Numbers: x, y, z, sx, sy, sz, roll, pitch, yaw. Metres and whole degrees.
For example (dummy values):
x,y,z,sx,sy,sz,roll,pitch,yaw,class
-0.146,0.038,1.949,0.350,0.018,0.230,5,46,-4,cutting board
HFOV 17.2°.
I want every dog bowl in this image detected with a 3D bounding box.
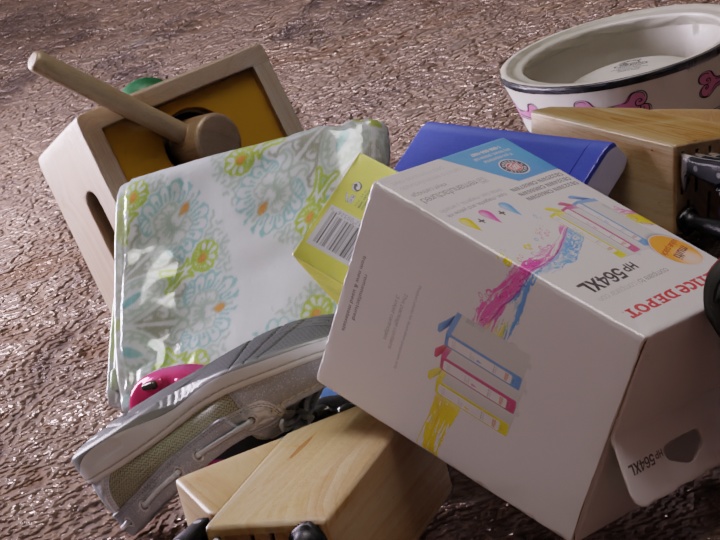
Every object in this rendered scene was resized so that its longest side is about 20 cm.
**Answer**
x,y,z,sx,sy,sz,roll,pitch,yaw,class
0.214,-0.145,1.881,0.199,0.074,0.200,-14,18,5,dog bowl

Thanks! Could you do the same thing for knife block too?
x,y,z,sx,sy,sz,roll,pitch,yaw,class
-0.018,0.143,1.219,0.199,0.064,0.175,-20,20,-18,knife block
0.208,-0.063,1.610,0.199,0.064,0.176,2,15,9,knife block

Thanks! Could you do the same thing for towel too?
x,y,z,sx,sy,sz,roll,pitch,yaw,class
-0.073,0.001,1.514,0.199,0.172,0.048,-12,-26,26,towel

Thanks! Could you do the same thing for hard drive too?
x,y,z,sx,sy,sz,roll,pitch,yaw,class
0.081,-0.040,1.661,0.200,0.025,0.132,11,63,52,hard drive

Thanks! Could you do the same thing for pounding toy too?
x,y,z,sx,sy,sz,roll,pitch,yaw,class
-0.130,-0.071,1.667,0.184,0.201,0.142,-25,-3,-28,pounding toy

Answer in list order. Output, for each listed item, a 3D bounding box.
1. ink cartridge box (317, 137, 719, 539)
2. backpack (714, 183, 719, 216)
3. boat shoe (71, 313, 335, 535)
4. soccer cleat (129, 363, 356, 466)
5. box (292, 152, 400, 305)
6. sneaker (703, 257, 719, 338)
x,y,z,sx,sy,sz,roll,pitch,yaw,class
0.103,0.038,1.242,0.200,0.126,0.128,30,30,27,ink cartridge box
0.306,-0.048,1.392,0.167,0.163,0.200,-10,20,25,backpack
-0.073,0.085,1.349,0.202,0.065,0.074,-29,6,23,boat shoe
-0.044,0.089,1.427,0.199,0.070,0.086,5,16,34,soccer cleat
0.030,0.010,1.367,0.050,0.200,0.075,29,81,27,box
0.245,0.027,1.221,0.200,0.071,0.098,18,17,-30,sneaker
